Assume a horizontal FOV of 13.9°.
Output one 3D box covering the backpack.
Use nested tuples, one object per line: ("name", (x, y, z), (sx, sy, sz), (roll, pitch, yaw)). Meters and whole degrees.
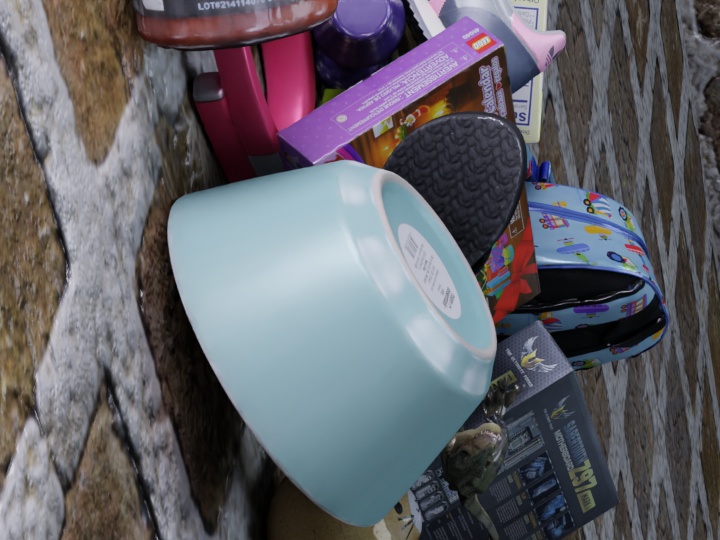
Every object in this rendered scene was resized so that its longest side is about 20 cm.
("backpack", (0.105, -0.005, 1.981), (0.183, 0.199, 0.135), (60, 28, -61))

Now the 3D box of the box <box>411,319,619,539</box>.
("box", (0.080, 0.134, 1.929), (0.051, 0.157, 0.200), (57, -4, 32))

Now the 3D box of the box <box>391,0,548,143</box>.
("box", (0.066, -0.191, 1.932), (0.176, 0.096, 0.201), (-129, -136, -82))

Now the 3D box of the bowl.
("bowl", (-0.002, 0.022, 1.544), (0.201, 0.105, 0.201), (51, 19, -24))

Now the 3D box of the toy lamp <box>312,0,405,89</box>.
("toy lamp", (-0.003, -0.141, 1.771), (0.200, 0.058, 0.059), (106, -19, -84))

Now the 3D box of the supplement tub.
("supplement tub", (-0.073, -0.217, 1.468), (0.107, 0.106, 0.201), (-55, 140, -70))

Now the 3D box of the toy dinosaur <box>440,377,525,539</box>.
("toy dinosaur", (0.069, 0.100, 1.750), (0.200, 0.047, 0.089), (69, 26, -72))

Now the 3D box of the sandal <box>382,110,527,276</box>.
("sandal", (0.037, -0.012, 1.635), (0.045, 0.075, 0.200), (-42, 161, -54))

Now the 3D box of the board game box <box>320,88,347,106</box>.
("board game box", (0.000, 0.000, 1.799), (0.102, 0.047, 0.201), (-79, 169, -49))

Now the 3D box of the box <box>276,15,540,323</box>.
("box", (0.032, -0.031, 1.693), (0.039, 0.137, 0.200), (40, -26, 39))

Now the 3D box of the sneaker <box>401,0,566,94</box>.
("sneaker", (0.052, -0.194, 1.742), (0.070, 0.082, 0.201), (91, -25, -82))

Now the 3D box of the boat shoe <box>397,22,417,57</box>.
("boat shoe", (0.059, -0.104, 1.796), (0.072, 0.067, 0.201), (99, -12, -77))

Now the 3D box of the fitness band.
("fitness band", (-0.061, -0.123, 1.663), (0.200, 0.037, 0.144), (70, 18, -54))

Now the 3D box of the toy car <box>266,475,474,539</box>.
("toy car", (0.011, 0.151, 1.678), (0.164, 0.157, 0.201), (-91, 163, -80))
